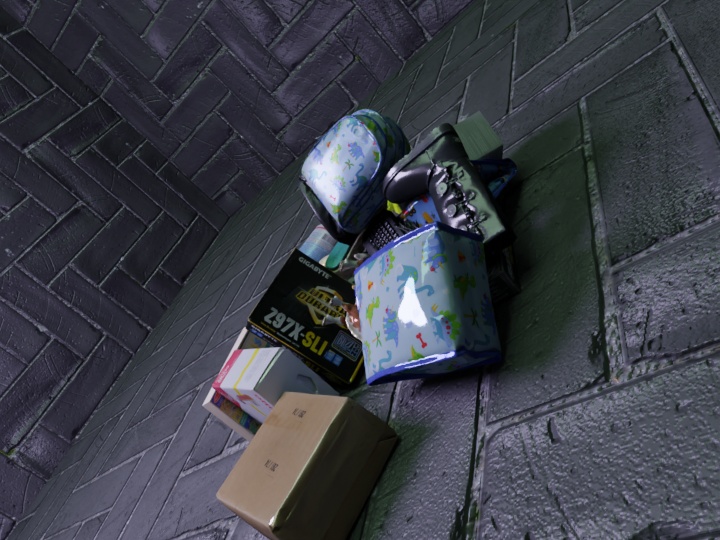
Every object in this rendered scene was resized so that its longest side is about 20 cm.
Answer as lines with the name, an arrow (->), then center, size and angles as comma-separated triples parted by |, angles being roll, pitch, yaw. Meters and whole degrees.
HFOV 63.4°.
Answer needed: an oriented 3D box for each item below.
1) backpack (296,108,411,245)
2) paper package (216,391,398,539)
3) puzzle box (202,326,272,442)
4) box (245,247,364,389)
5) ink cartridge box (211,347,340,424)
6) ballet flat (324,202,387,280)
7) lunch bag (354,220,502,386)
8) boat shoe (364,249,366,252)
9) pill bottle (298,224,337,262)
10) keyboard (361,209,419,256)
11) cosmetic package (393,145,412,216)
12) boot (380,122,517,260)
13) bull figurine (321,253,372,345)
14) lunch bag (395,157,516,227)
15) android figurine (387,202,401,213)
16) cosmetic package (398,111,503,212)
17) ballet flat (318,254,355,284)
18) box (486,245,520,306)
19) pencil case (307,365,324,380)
backpack -> -0.008, -0.169, 0.966 | 0.199, 0.164, 0.153 | -38, -21, 14
paper package -> -0.074, 0.267, 0.783 | 0.199, 0.103, 0.191 | -17, 34, 56
puzzle box -> -0.206, 0.214, 1.117 | 0.025, 0.133, 0.201 | -32, 25, 35
box -> -0.071, 0.080, 0.989 | 0.160, 0.199, 0.049 | -59, 3, -29
ink cartridge box -> -0.146, 0.205, 0.986 | 0.199, 0.145, 0.084 | -15, 37, 56
ballet flat -> 0.003, -0.068, 1.066 | 0.201, 0.069, 0.069 | -58, 21, -10
lunch bag -> 0.072, 0.054, 0.772 | 0.199, 0.127, 0.172 | -23, 65, 40
boat shoe -> 0.068, -0.042, 1.130 | 0.201, 0.070, 0.071 | -47, 13, -10
pill bottle -> -0.113, -0.004, 1.382 | 0.201, 0.109, 0.108 | -54, 21, -22
keyboard -> 0.059, -0.034, 0.917 | 0.104, 0.039, 0.200 | -51, 44, 16
cosmetic package -> 0.070, -0.182, 1.354 | 0.200, 0.103, 0.087 | -47, 17, -4
boot -> 0.121, -0.086, 0.858 | 0.165, 0.065, 0.201 | -45, 61, 41
bull figurine -> 0.010, 0.057, 0.957 | 0.065, 0.120, 0.201 | 116, 171, -53
lunch bag -> 0.181, -0.120, 0.996 | 0.199, 0.094, 0.151 | -26, -14, -50
android figurine -> 0.130, -0.159, 1.172 | 0.180, 0.041, 0.200 | -13, 24, 14
cosmetic package -> 0.147, -0.181, 1.038 | 0.199, 0.091, 0.107 | -32, -19, 2
ballet flat -> 0.000, 0.000, 1.086 | 0.198, 0.057, 0.067 | 10, 90, 32
box -> 0.143, 0.021, 0.890 | 0.199, 0.044, 0.161 | -36, 21, 29
pencil case -> -0.065, 0.110, 1.055 | 0.090, 0.083, 0.201 | 3, 51, 37
